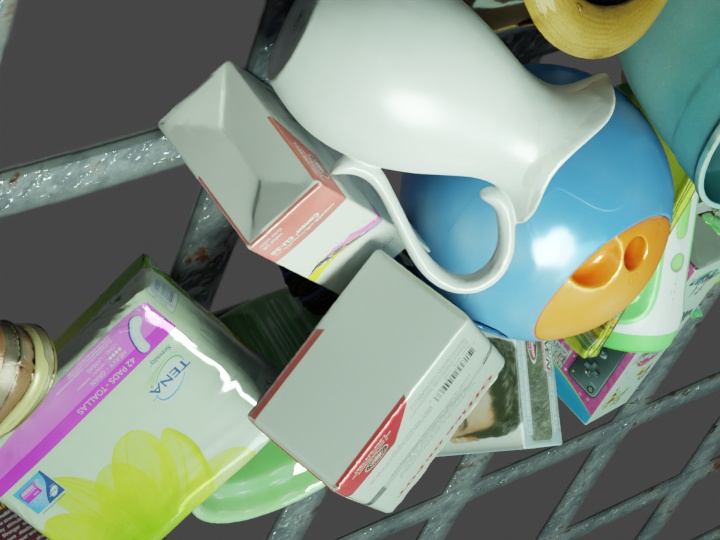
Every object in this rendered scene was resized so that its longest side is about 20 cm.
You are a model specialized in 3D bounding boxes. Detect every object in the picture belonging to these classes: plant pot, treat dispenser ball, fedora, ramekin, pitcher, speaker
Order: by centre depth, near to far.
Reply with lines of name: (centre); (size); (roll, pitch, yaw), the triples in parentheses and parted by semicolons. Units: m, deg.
pitcher: (0.035, -0.091, 1.375); (0.172, 0.199, 0.121); (-63, -165, 7)
fedora: (0.140, -0.233, 1.385); (0.200, 0.081, 0.202); (-24, 122, -45)
plant pot: (0.266, -0.181, 1.551); (0.199, 0.188, 0.200); (-29, 155, -15)
treat dispenser ball: (0.128, -0.049, 1.579); (0.200, 0.201, 0.201); (-30, 154, -16)
ramekin: (-0.065, 0.100, 1.688); (0.199, 0.098, 0.200); (-26, 156, -13)
speaker: (0.222, -0.042, 1.708); (0.088, 0.088, 0.201); (-11, 114, -44)

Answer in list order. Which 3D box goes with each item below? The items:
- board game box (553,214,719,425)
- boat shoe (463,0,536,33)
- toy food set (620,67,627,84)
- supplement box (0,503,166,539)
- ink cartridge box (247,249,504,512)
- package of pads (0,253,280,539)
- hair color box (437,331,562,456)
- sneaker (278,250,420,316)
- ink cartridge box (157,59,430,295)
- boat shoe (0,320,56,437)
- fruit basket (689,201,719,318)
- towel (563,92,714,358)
board game box: (0.204, 0.009, 1.843); (0.064, 0.148, 0.200); (-25, 153, -43)
boat shoe: (0.120, -0.201, 1.467); (0.199, 0.068, 0.072); (-33, 155, -10)
toy food set: (0.311, -0.191, 1.763); (0.200, 0.049, 0.198); (-46, 154, 16)
supplement box: (-0.195, 0.234, 1.641); (0.110, 0.200, 0.086); (-31, 156, -13)
ink cartridge box: (0.016, 0.082, 1.504); (0.145, 0.084, 0.200); (-52, 164, -2)
package of pads: (-0.163, 0.110, 1.537); (0.154, 0.068, 0.200); (41, 105, -22)
hair color box: (0.060, 0.101, 1.755); (0.199, 0.100, 0.060); (-9, 174, 35)
sneaker: (0.000, 0.000, 1.628); (0.075, 0.079, 0.200); (-37, 131, 15)
ink cartridge box: (-0.039, -0.053, 1.453); (0.067, 0.117, 0.200); (-42, 155, 10)
boat shoe: (-0.286, 0.111, 1.458); (0.067, 0.072, 0.200); (19, 114, -49)
fruit basket: (0.323, -0.023, 1.985); (0.199, 0.094, 0.185); (-20, 157, 9)
towel: (0.192, -0.033, 1.668); (0.018, 0.086, 0.201); (-14, 139, -49)
